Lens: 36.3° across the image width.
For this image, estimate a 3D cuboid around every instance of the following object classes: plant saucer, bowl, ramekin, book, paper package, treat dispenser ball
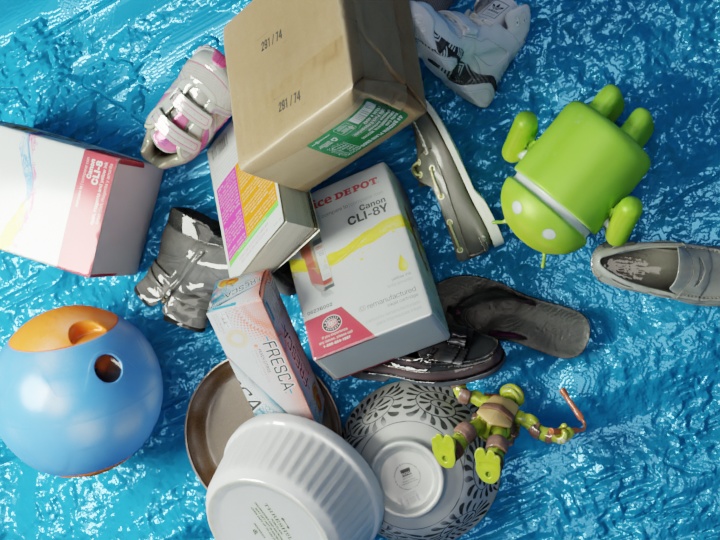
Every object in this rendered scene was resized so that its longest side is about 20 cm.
[{"bbox_3d":[-0.116,0.197,1.338,0.198,0.032,0.202,0,92,11],"label":"plant saucer"},{"bbox_3d":[0.059,0.232,1.270,0.199,0.094,0.203,0,92,13],"label":"bowl"},{"bbox_3d":[-0.082,0.267,1.229,0.201,0.094,0.204,14,125,21],"label":"ramekin"},{"bbox_3d":[-0.121,-0.095,1.252,0.134,0.048,0.201,-42,49,38],"label":"book"},{"bbox_3d":[-0.043,-0.208,1.132,0.199,0.103,0.192,-29,62,43],"label":"paper package"},{"bbox_3d":[-0.333,0.142,1.295,0.199,0.201,0.203,0,92,12],"label":"treat dispenser ball"}]

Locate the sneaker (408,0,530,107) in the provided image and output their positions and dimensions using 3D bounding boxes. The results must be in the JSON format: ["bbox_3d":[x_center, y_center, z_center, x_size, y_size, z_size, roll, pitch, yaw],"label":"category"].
[{"bbox_3d":[0.116,-0.267,1.197,0.075,0.200,0.115,36,92,34],"label":"sneaker"}]

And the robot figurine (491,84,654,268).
[{"bbox_3d":[0.236,-0.104,1.207,0.175,0.116,0.200,42,98,15],"label":"robot figurine"}]

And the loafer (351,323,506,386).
[{"bbox_3d":[0.065,0.089,1.252,0.198,0.072,0.063,-3,126,27],"label":"loafer"}]

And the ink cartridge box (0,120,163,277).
[{"bbox_3d":[-0.367,-0.088,1.322,0.198,0.145,0.146,16,95,10],"label":"ink cartridge box"}]

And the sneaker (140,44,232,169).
[{"bbox_3d":[-0.195,-0.175,1.260,0.081,0.088,0.200,38,143,-3],"label":"sneaker"}]

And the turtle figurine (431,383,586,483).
[{"bbox_3d":[0.141,0.166,1.235,0.199,0.161,0.065,29,127,17],"label":"turtle figurine"}]

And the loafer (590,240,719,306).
[{"bbox_3d":[0.355,0.004,1.211,0.198,0.070,0.071,4,93,12],"label":"loafer"}]

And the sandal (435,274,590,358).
[{"bbox_3d":[0.165,0.051,1.264,0.199,0.048,0.076,11,94,12],"label":"sandal"}]

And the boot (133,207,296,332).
[{"bbox_3d":[-0.170,0.019,1.332,0.199,0.070,0.133,27,100,21],"label":"boot"}]

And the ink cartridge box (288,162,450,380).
[{"bbox_3d":[0.000,0.000,1.241,0.144,0.083,0.201,-22,62,11],"label":"ink cartridge box"}]

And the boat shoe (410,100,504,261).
[{"bbox_3d":[0.094,-0.108,1.261,0.060,0.072,0.203,-28,90,7],"label":"boat shoe"}]

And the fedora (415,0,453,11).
[{"bbox_3d":[0.028,-0.328,1.241,0.198,0.177,0.091,-1,121,6],"label":"fedora"}]

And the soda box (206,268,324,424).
[{"bbox_3d":[-0.103,0.100,1.236,0.068,0.064,0.201,-13,121,12],"label":"soda box"}]
